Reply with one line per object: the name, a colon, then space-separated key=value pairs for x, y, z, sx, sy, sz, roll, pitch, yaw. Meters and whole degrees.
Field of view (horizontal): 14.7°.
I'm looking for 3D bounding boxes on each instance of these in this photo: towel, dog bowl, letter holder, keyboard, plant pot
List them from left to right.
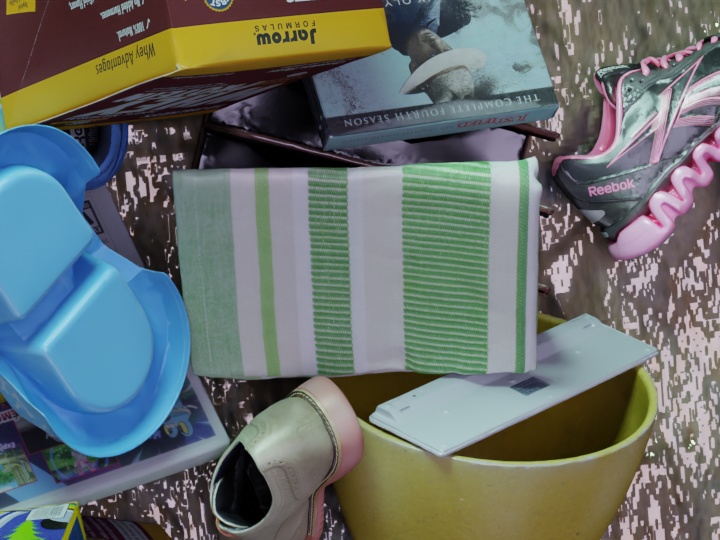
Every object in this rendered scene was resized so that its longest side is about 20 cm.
dog bowl: x=-0.170 y=0.010 z=1.506 sx=0.112 sy=0.049 sz=0.200 roll=-51 pitch=128 yaw=-28
towel: x=0.000 y=0.000 z=1.549 sx=0.199 sy=0.023 sz=0.153 roll=-2 pitch=131 yaw=0
letter holder: x=0.014 y=-0.057 z=1.624 sx=0.199 sy=0.142 sz=0.101 roll=14 pitch=92 yaw=-14
plant pot: x=0.067 y=0.126 z=1.645 sx=0.199 sy=0.200 sz=0.143 roll=-1 pitch=116 yaw=-13
keyboard: x=0.091 y=0.065 z=1.605 sx=0.200 sy=0.056 sz=0.011 roll=-22 pitch=132 yaw=-44

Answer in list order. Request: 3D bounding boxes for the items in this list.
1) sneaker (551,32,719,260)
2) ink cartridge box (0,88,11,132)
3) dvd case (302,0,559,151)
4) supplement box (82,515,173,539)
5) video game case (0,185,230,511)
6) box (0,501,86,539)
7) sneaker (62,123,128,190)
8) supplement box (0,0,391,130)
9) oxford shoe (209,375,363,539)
sneaker: x=0.192 y=-0.106 z=1.705 sx=0.095 sy=0.079 sz=0.200 roll=39 pitch=84 yaw=-3
ink cartridge box: x=-0.230 y=-0.058 z=1.537 sx=0.104 sy=0.059 sz=0.201 roll=2 pitch=70 yaw=-48
dvd case: x=0.021 y=-0.169 z=1.622 sx=0.145 sy=0.022 sz=0.201 roll=-8 pitch=68 yaw=-19
supplement box: x=-0.206 y=0.194 z=1.601 sx=0.199 sy=0.131 sz=0.104 roll=8 pitch=94 yaw=-13
video game case: x=-0.198 y=0.053 z=1.577 sx=0.199 sy=0.023 sz=0.183 roll=-17 pitch=68 yaw=-28
box: x=-0.241 y=0.175 z=1.471 sx=0.199 sy=0.064 sz=0.070 roll=-7 pitch=110 yaw=9
sneaker: x=-0.173 y=-0.145 z=1.599 sx=0.066 sy=0.078 sz=0.201 roll=-13 pitch=89 yaw=-10
supplement box: x=-0.106 y=-0.191 z=1.495 sx=0.132 sy=0.197 sz=0.201 roll=-9 pitch=88 yaw=-34
oxford shoe: x=-0.061 y=0.126 z=1.604 sx=0.074 sy=0.200 sz=0.071 roll=-26 pitch=69 yaw=-28
